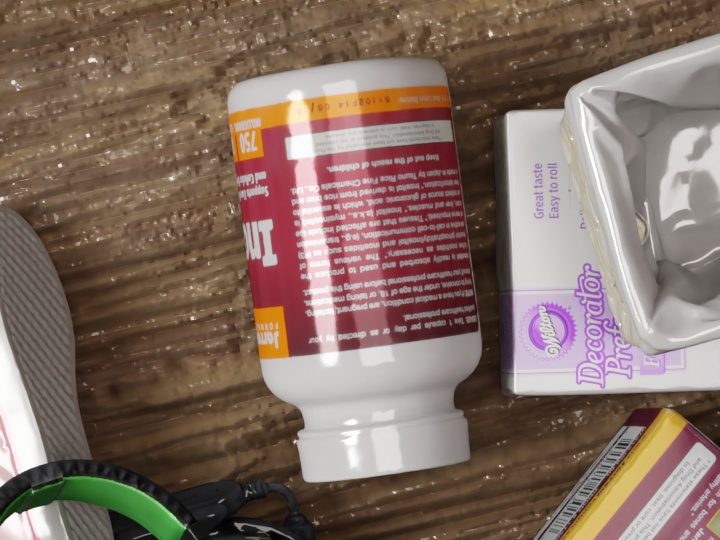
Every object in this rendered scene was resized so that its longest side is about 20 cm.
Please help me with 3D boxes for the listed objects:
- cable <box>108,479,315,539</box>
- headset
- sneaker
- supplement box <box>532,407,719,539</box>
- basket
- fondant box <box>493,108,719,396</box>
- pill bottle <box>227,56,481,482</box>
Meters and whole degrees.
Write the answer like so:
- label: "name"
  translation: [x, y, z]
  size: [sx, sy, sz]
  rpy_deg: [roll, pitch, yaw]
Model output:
- label: "cable"
  translation: [-0.104, 0.199, 1.382]
  size: [0.199, 0.051, 0.164]
  rpy_deg: [-18, 98, -1]
- label: "headset"
  translation: [-0.109, 0.183, 1.256]
  size: [0.123, 0.094, 0.200]
  rpy_deg: [-16, 60, -36]
- label: "sneaker"
  translation: [-0.194, 0.073, 1.358]
  size: [0.104, 0.075, 0.201]
  rpy_deg: [-21, 73, 21]
- label: "supplement box"
  translation: [0.189, 0.174, 1.379]
  size: [0.200, 0.086, 0.110]
  rpy_deg: [41, 85, -3]
- label: "basket"
  translation: [0.201, -0.048, 1.309]
  size: [0.199, 0.123, 0.136]
  rpy_deg: [-16, 89, -5]
- label: "fondant box"
  translation: [0.170, -0.010, 1.396]
  size: [0.199, 0.058, 0.145]
  rpy_deg: [-2, 89, -3]
- label: "pill bottle"
  translation: [0.000, 0.000, 1.355]
  size: [0.112, 0.113, 0.201]
  rpy_deg: [-8, 89, -4]
